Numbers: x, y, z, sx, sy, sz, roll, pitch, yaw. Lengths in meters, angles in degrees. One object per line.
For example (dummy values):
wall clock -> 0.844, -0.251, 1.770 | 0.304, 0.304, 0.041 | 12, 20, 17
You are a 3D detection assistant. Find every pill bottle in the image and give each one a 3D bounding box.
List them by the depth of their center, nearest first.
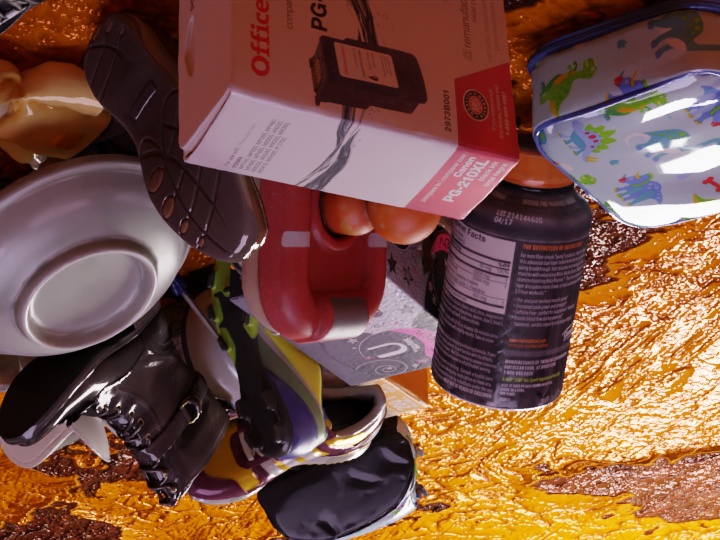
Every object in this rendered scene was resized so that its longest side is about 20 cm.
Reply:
pill bottle -> 0.118, -0.003, 1.289 | 0.105, 0.106, 0.202 | 4, 110, -11
pill bottle -> -0.141, 0.080, 1.520 | 0.199, 0.117, 0.116 | -22, 147, 36

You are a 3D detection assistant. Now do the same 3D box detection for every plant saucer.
plant saucer -> -0.204, 0.005, 1.223 | 0.199, 0.050, 0.201 | -23, 146, -16

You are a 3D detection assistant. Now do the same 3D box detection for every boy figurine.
boy figurine -> -0.214, -0.106, 1.202 | 0.124, 0.065, 0.199 | -21, 152, 35

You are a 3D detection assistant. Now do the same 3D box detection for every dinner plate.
dinner plate -> -0.274, 0.083, 1.474 | 0.024, 0.200, 0.200 | -37, 151, -5

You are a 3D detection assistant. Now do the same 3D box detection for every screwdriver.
screwdriver -> -0.141, 0.032, 1.412 | 0.029, 0.028, 0.201 | -14, 118, 38

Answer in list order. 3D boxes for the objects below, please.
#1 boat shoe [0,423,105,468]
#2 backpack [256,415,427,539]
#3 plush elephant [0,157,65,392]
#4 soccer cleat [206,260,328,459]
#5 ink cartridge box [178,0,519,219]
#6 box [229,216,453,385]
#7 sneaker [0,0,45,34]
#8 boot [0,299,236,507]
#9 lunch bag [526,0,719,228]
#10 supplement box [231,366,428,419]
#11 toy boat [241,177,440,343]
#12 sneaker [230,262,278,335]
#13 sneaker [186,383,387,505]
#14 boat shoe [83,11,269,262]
boat shoe -> -0.275, 0.126, 1.669 | 0.201, 0.072, 0.060 | -34, -179, 30
backpack -> -0.010, 0.208, 1.726 | 0.162, 0.200, 0.155 | -24, 106, 4
plush elephant -> -0.312, 0.004, 1.311 | 0.164, 0.156, 0.200 | 12, 150, -26
soccer cleat -> -0.074, 0.057, 1.409 | 0.064, 0.202, 0.083 | -17, 172, 39
ink cartridge box -> -0.009, -0.130, 1.070 | 0.199, 0.146, 0.084 | 11, 148, -24
box -> 0.000, 0.000, 1.367 | 0.131, 0.116, 0.200 | -14, 151, 25
sneaker -> -0.241, -0.164, 1.060 | 0.199, 0.083, 0.077 | -14, 151, 23
boot -> -0.186, 0.123, 1.365 | 0.069, 0.200, 0.175 | 4, 129, 41
lunch bag -> 0.223, -0.108, 1.198 | 0.160, 0.083, 0.200 | -17, 150, 30
supplement box -> -0.050, 0.102, 1.616 | 0.199, 0.074, 0.126 | -17, 149, 29
toy boat -> -0.002, -0.048, 1.167 | 0.130, 0.202, 0.130 | 4, -176, 34
sneaker -> -0.084, -0.050, 1.233 | 0.077, 0.202, 0.078 | -3, -163, 33
sneaker -> -0.070, 0.145, 1.509 | 0.199, 0.075, 0.090 | -18, 156, -26
boat shoe -> -0.108, -0.091, 1.111 | 0.072, 0.201, 0.076 | 1, 142, -50
